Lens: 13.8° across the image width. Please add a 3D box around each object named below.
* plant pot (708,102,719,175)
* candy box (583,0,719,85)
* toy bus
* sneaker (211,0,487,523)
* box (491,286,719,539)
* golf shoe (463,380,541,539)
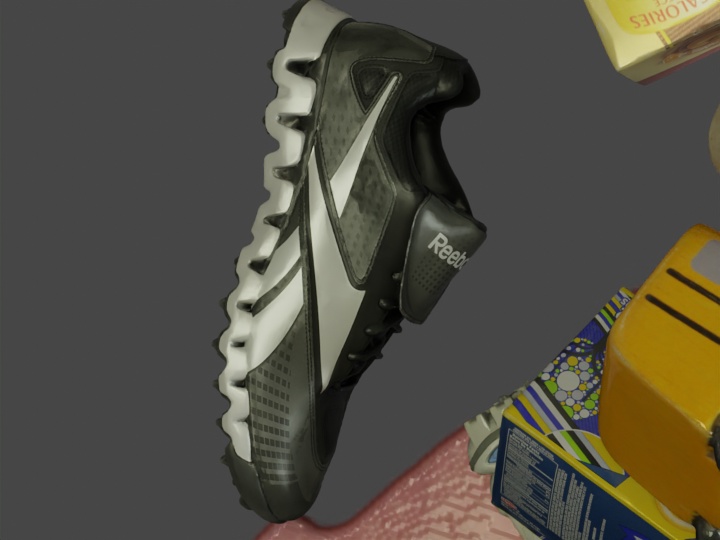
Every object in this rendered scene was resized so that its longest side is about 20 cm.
[{"bbox_3d":[0.229,-0.049,0.929,0.176,0.200,0.200,2,54,40],"label":"plant pot"},{"bbox_3d":[0.112,-0.184,1.103,0.115,0.055,0.201,-25,80,15],"label":"candy box"},{"bbox_3d":[0.167,0.072,0.924,0.199,0.065,0.078,31,61,19],"label":"toy bus"},{"bbox_3d":[0.000,0.000,1.125,0.090,0.066,0.201,9,88,20],"label":"sneaker"},{"bbox_3d":[0.142,0.098,0.984,0.200,0.064,0.070,37,64,20],"label":"box"},{"bbox_3d":[0.139,0.049,1.081,0.200,0.078,0.098,-33,85,23],"label":"golf shoe"}]
